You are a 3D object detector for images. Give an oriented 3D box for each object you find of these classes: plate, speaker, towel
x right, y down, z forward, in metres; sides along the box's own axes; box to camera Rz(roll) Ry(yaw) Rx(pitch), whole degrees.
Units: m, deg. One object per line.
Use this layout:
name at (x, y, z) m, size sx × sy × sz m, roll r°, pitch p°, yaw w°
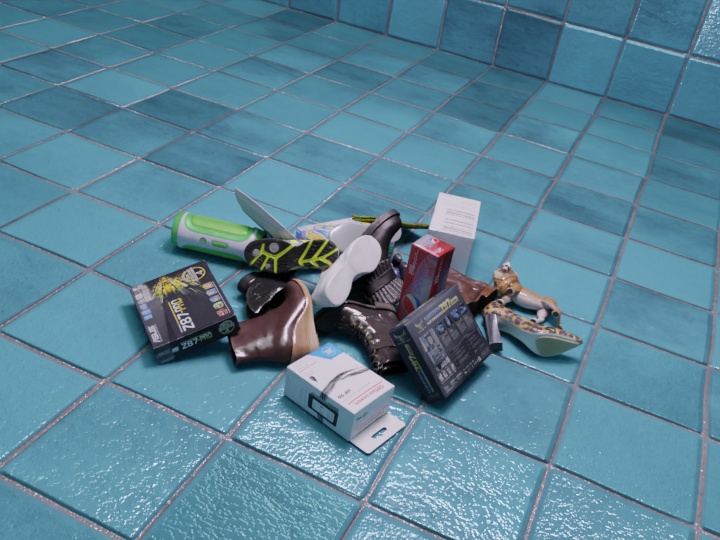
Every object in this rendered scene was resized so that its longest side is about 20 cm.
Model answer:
plate at (-0.186, -0.085, 1.756) m, size 0.032 × 0.200 × 0.200 m, roll -48°, pitch 52°, yaw -4°
speaker at (-0.313, -0.072, 1.744) m, size 0.200 × 0.089 × 0.088 m, roll 13°, pitch 32°, yaw 4°
towel at (0.077, -0.119, 1.908) m, size 0.086 × 0.018 × 0.200 m, roll 3°, pitch -1°, yaw 43°

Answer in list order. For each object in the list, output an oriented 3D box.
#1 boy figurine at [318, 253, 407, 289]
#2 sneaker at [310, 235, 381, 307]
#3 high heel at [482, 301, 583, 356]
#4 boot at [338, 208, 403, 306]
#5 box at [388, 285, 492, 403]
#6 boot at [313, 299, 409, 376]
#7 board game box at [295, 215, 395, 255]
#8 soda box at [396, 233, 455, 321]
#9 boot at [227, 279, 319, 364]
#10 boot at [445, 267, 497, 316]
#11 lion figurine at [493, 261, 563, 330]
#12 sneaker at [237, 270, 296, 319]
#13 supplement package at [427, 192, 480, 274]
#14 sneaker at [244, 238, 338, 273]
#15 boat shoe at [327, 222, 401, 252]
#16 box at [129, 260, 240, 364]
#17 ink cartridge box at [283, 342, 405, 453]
boy figurine at (0.000, 0.000, 1.744) m, size 0.200 × 0.064 × 0.124 m, roll -1°, pitch 37°, yaw -23°
sneaker at (-0.038, 0.000, 1.588) m, size 0.088 × 0.075 × 0.200 m, roll -15°, pitch 25°, yaw 48°
high heel at (0.361, 0.112, 1.660) m, size 0.200 × 0.071 × 0.143 m, roll 1°, pitch 38°, yaw 1°
boot at (0.057, -0.015, 1.679) m, size 0.158 × 0.079 × 0.211 m, roll 41°, pitch 72°, yaw 6°
box at (0.157, 0.137, 1.500) m, size 0.200 × 0.051 × 0.158 m, roll -33°, pitch 96°, yaw -49°
boot at (0.015, 0.136, 1.530) m, size 0.200 × 0.069 × 0.174 m, roll -5°, pitch 40°, yaw -16°
board game box at (-0.036, -0.072, 1.873) m, size 0.200 × 0.034 × 0.135 m, roll -13°, pitch 39°, yaw -34°
soda box at (0.129, 0.032, 1.599) m, size 0.070 × 0.200 × 0.063 m, roll 29°, pitch 37°, yaw 28°
boot at (-0.176, 0.095, 1.512) m, size 0.166 × 0.072 × 0.200 m, roll -2°, pitch 46°, yaw -18°
boot at (0.173, 0.044, 1.731) m, size 0.200 × 0.064 × 0.186 m, roll 29°, pitch 35°, yaw 31°
lion figurine at (0.379, 0.064, 1.764) m, size 0.200 × 0.073 × 0.122 m, roll 36°, pitch 25°, yaw 12°
sneaker at (-0.176, 0.036, 1.642) m, size 0.104 × 0.060 × 0.200 m, roll 33°, pitch 42°, yaw 30°
supplement package at (0.221, -0.089, 1.903) m, size 0.109 × 0.114 × 0.200 m, roll 13°, pitch 33°, yaw 6°
sneaker at (-0.143, -0.029, 1.642) m, size 0.200 × 0.075 × 0.076 m, roll 2°, pitch -3°, yaw 5°
boat shoe at (0.001, -0.071, 1.794) m, size 0.200 × 0.064 × 0.071 m, roll -8°, pitch 80°, yaw -37°
box at (-0.338, 0.074, 1.500) m, size 0.161 × 0.049 × 0.200 m, roll -23°, pitch 41°, yaw -14°
ink cartridge box at (-0.023, 0.220, 1.379) m, size 0.200 × 0.068 × 0.116 m, roll 30°, pitch 37°, yaw 28°
